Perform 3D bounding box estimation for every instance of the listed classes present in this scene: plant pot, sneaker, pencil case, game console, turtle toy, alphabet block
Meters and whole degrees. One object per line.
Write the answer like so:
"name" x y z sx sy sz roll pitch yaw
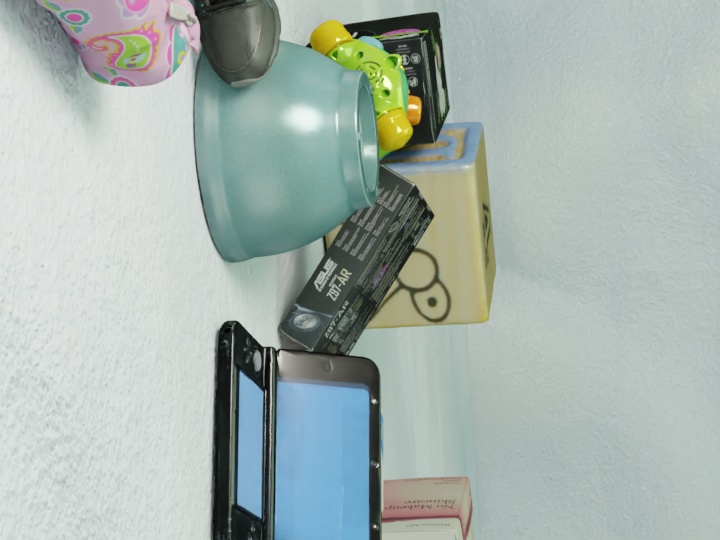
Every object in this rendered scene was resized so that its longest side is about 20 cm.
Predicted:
"plant pot" -0.055 -0.111 1.309 0.200 0.133 0.202 -3 90 -80
"sneaker" -0.118 -0.249 1.215 0.079 0.075 0.202 20 58 -69
"pencil case" -0.157 -0.181 0.877 0.200 0.087 0.088 60 28 -68
"game console" -0.051 0.156 1.297 0.176 0.115 0.202 60 28 -70
"turtle toy" -0.018 -0.155 1.503 0.101 0.200 0.146 -21 75 -51
"alphabet block" 0.062 -0.057 1.823 0.197 0.194 0.202 -64 151 -67

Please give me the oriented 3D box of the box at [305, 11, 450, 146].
"box" 0.021 -0.223 1.755 0.200 0.147 0.125 -63 146 -71

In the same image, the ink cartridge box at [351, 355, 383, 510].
"ink cartridge box" -0.021 0.181 1.611 0.200 0.067 0.117 69 20 -62

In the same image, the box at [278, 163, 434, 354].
"box" 0.000 0.000 1.563 0.201 0.043 0.160 -58 166 -2

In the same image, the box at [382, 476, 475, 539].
"box" 0.081 0.360 1.981 0.200 0.127 0.110 -55 140 -76
